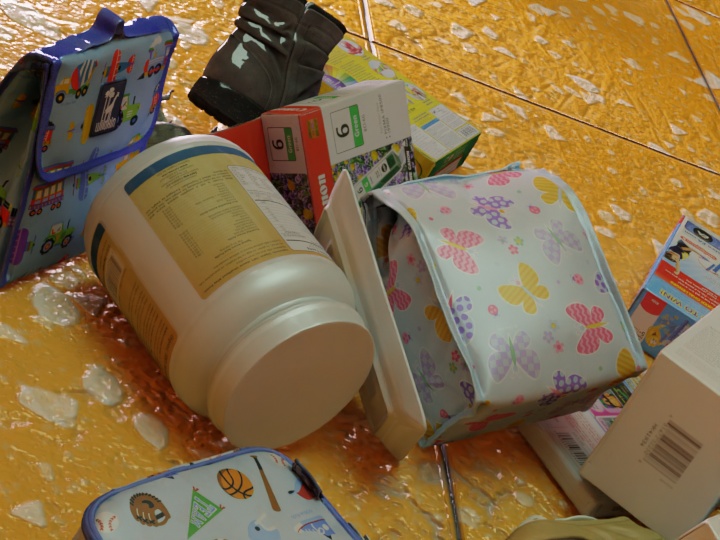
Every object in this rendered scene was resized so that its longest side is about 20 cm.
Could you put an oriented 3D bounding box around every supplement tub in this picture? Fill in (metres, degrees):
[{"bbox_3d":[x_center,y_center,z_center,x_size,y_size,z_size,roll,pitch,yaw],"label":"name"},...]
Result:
[{"bbox_3d":[-0.093,0.015,1.259,0.144,0.145,0.200,-2,43,-43],"label":"supplement tub"}]

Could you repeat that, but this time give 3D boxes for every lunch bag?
[{"bbox_3d":[0.101,0.019,1.376,0.169,0.127,0.201,-10,72,-31],"label":"lunch bag"},{"bbox_3d":[-0.214,-0.106,1.283,0.094,0.200,0.150,38,31,16],"label":"lunch bag"},{"bbox_3d":[-0.074,0.192,1.079,0.200,0.076,0.160,-12,52,-48],"label":"lunch bag"}]

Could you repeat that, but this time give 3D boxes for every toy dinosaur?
[{"bbox_3d":[-0.158,-0.108,1.496,0.088,0.048,0.200,11,37,-21],"label":"toy dinosaur"}]

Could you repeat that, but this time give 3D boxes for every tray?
[{"bbox_3d":[0.001,0.036,1.291,0.022,0.107,0.201,-13,75,-14],"label":"tray"}]

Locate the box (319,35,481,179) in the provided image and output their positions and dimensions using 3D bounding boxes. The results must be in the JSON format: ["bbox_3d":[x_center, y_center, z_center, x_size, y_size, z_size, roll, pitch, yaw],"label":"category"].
[{"bbox_3d":[0.007,-0.160,1.713,0.200,0.048,0.117,39,31,11],"label":"box"}]

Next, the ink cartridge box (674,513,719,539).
[{"bbox_3d":[0.265,0.238,1.217,0.200,0.125,0.129,-8,63,-47],"label":"ink cartridge box"}]

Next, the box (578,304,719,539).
[{"bbox_3d":[0.271,0.113,1.383,0.097,0.125,0.200,37,25,16],"label":"box"}]

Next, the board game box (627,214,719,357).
[{"bbox_3d":[0.359,0.053,1.678,0.200,0.056,0.196,33,30,7],"label":"board game box"}]

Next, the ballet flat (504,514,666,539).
[{"bbox_3d":[0.143,0.204,1.264,0.200,0.069,0.063,11,25,-45],"label":"ballet flat"}]

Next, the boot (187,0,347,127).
[{"bbox_3d":[-0.044,-0.157,1.529,0.200,0.132,0.070,35,-10,-40],"label":"boot"}]

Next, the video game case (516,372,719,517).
[{"bbox_3d":[0.199,0.122,1.468,0.182,0.024,0.200,2,38,-39],"label":"video game case"}]

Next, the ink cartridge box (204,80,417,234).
[{"bbox_3d":[-0.036,-0.085,1.470,0.050,0.109,0.200,4,19,41],"label":"ink cartridge box"}]

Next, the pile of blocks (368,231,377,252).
[{"bbox_3d":[0.000,0.000,1.430,0.200,0.082,0.062,-25,98,-49],"label":"pile of blocks"}]
